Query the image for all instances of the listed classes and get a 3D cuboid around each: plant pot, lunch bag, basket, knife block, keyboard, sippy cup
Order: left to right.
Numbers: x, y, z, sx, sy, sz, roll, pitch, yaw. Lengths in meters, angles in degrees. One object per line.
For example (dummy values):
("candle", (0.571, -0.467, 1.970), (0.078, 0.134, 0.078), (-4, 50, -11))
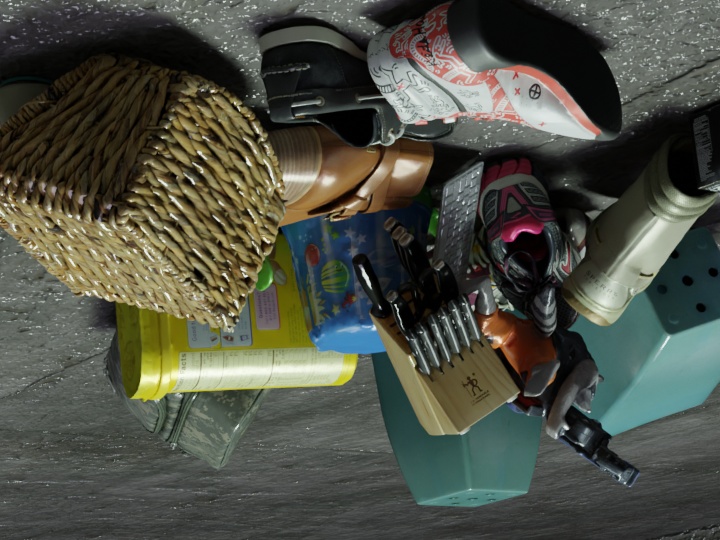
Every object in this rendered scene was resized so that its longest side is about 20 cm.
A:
("basket", (-0.159, -0.067, 1.292), (0.149, 0.143, 0.200), (13, 160, 27))
("lunch bag", (-0.172, 0.094, 1.836), (0.168, 0.140, 0.200), (32, 160, 1))
("sippy cup", (0.000, 0.000, 1.569), (0.177, 0.131, 0.140), (-6, 163, 5))
("knife block", (0.050, 0.046, 1.499), (0.064, 0.176, 0.200), (-32, 179, -9))
("keyboard", (0.074, 0.004, 1.535), (0.011, 0.200, 0.056), (22, -144, 23))
("plant pot", (0.110, 0.151, 2.000), (0.141, 0.201, 0.141), (8, 160, -39))
("plant pot", (0.277, 0.048, 1.751), (0.141, 0.142, 0.200), (-17, 160, -20))

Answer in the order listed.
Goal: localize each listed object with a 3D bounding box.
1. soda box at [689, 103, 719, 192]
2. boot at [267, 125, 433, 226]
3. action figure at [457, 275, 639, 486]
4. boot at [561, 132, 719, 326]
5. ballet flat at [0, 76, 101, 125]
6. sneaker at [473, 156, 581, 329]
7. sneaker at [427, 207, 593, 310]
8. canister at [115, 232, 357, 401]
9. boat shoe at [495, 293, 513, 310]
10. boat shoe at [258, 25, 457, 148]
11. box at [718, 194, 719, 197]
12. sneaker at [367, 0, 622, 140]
("soda box", (0.351, -0.115, 1.400), (0.071, 0.064, 0.200), (8, 160, -41))
("boot", (-0.040, -0.059, 1.465), (0.154, 0.074, 0.200), (-3, 167, -23))
("action figure", (0.171, 0.086, 1.556), (0.200, 0.105, 0.193), (37, -179, 26))
("boot", (0.249, -0.052, 1.543), (0.155, 0.072, 0.200), (-56, 175, 31))
("ballet flat", (-0.207, -0.080, 1.345), (0.069, 0.070, 0.200), (-9, 163, 14))
("sneaker", (0.144, -0.006, 1.567), (0.080, 0.075, 0.200), (-21, 139, 9))
("sneaker", (0.119, -0.017, 1.673), (0.200, 0.075, 0.090), (-18, 152, 19))
("canister", (-0.111, 0.037, 1.634), (0.199, 0.149, 0.087), (-1, 164, -20))
("boat shoe", (0.128, 0.011, 1.762), (0.200, 0.064, 0.071), (-15, 161, 27))
("boat shoe", (0.001, -0.114, 1.294), (0.072, 0.068, 0.200), (-17, 162, 34))
("box", (0.386, -0.073, 1.599), (0.137, 0.039, 0.200), (-10, 163, 15))
("sneaker", (0.091, -0.130, 1.268), (0.108, 0.067, 0.201), (-15, 158, 35))
